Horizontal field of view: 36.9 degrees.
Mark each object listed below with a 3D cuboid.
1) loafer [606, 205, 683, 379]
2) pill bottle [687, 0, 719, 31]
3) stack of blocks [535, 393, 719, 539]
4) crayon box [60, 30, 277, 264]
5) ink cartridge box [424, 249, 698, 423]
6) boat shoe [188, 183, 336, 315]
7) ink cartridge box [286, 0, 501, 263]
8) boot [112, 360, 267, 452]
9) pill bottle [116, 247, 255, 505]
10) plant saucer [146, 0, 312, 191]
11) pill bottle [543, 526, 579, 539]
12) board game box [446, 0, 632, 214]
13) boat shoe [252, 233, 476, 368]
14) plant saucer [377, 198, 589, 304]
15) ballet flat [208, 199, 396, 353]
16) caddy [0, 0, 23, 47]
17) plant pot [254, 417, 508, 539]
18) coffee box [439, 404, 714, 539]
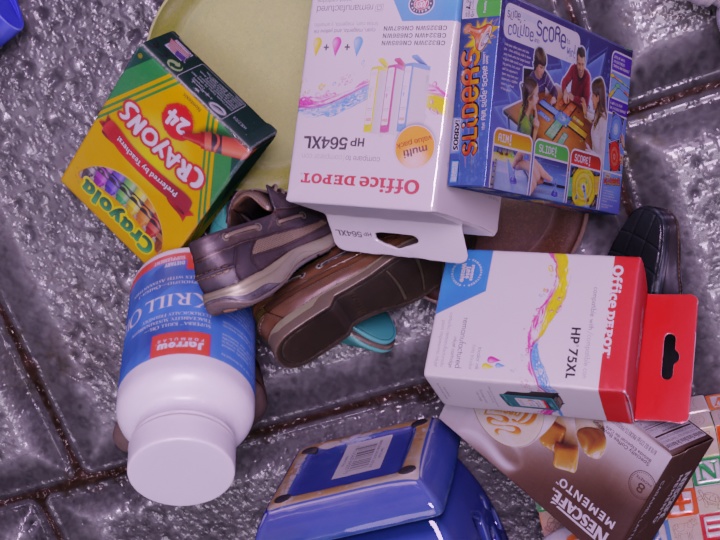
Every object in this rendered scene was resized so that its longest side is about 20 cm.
[{"bbox_3d":[0.254,0.037,0.942,0.072,0.073,0.202,-9,118,-23],"label":"loafer"},{"bbox_3d":[0.341,-0.203,0.809,0.199,0.112,0.113,25,112,-2],"label":"pill bottle"},{"bbox_3d":[0.259,0.191,0.995,0.198,0.059,0.116,-13,108,13],"label":"stack of blocks"},{"bbox_3d":[-0.175,-0.086,0.931,0.127,0.051,0.200,43,125,2],"label":"crayon box"},{"bbox_3d":[0.161,0.051,0.858,0.198,0.117,0.067,2,153,21],"label":"ink cartridge box"},{"bbox_3d":[-0.069,-0.036,0.881,0.074,0.200,0.074,-17,105,30],"label":"boat shoe"},{"bbox_3d":[0.035,-0.112,0.827,0.127,0.125,0.202,5,86,29],"label":"ink cartridge box"},{"bbox_3d":[-0.171,0.148,0.996,0.199,0.146,0.070,-33,105,19],"label":"boot"},{"bbox_3d":[-0.140,0.085,0.883,0.111,0.201,0.113,-3,132,-4],"label":"pill bottle"},{"bbox_3d":[-0.087,-0.167,0.930,0.198,0.031,0.202,3,111,9],"label":"plant saucer"},{"bbox_3d":[0.209,0.325,0.917,0.113,0.201,0.115,2,128,3],"label":"pill bottle"},{"bbox_3d":[0.141,-0.119,0.813,0.034,0.199,0.137,5,90,40],"label":"board game box"},{"bbox_3d":[0.000,0.000,0.908,0.199,0.068,0.072,-28,140,-10],"label":"boat shoe"},{"bbox_3d":[0.098,-0.066,0.937,0.198,0.037,0.202,3,110,8],"label":"plant saucer"},{"bbox_3d":[-0.058,0.017,0.980,0.200,0.067,0.070,40,123,-3],"label":"ballet flat"},{"bbox_3d":[-0.374,-0.241,0.887,0.104,0.142,0.201,-26,104,13],"label":"caddy"},{"bbox_3d":[0.021,0.252,0.985,0.198,0.200,0.181,-16,100,14],"label":"plant pot"},{"bbox_3d":[0.178,0.134,0.921,0.200,0.079,0.115,39,118,33],"label":"coffee box"}]
